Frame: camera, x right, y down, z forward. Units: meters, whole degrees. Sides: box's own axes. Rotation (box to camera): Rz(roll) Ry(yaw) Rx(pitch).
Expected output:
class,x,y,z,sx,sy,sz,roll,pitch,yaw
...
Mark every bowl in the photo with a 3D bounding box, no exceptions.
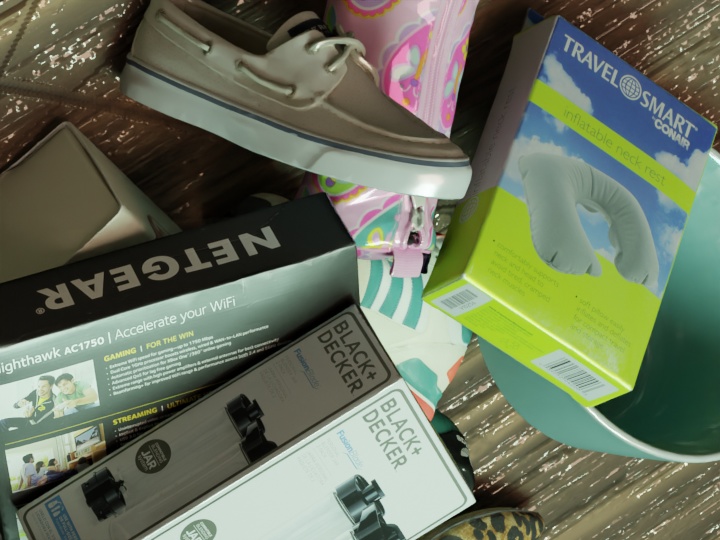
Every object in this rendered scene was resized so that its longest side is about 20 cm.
class,x,y,z,sx,sy,sz,roll,pitch,yaw
bowl,0.144,0.024,1.646,0.201,0.201,0.105,0,163,-34

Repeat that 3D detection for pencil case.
class,x,y,z,sx,sy,sz,roll,pitch,yaw
pencil case,0.018,-0.100,1.487,0.087,0.087,0.200,7,97,-37

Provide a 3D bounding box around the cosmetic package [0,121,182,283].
class,x,y,z,sx,sy,sz,roll,pitch,yaw
cosmetic package,-0.120,0.028,1.512,0.103,0.087,0.200,-42,134,4

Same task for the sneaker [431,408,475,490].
class,x,y,z,sx,sy,sz,roll,pitch,yaw
sneaker,-0.026,0.143,1.659,0.200,0.080,0.071,-33,135,-11

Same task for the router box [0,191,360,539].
class,x,y,z,sx,sy,sz,roll,pitch,yaw
router box,-0.097,0.056,1.445,0.200,0.051,0.149,-16,132,-15

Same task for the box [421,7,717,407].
class,x,y,z,sx,sy,sz,roll,pitch,yaw
box,0.118,-0.041,1.557,0.122,0.048,0.200,33,58,-21

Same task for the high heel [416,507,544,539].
class,x,y,z,sx,sy,sz,roll,pitch,yaw
high heel,0.061,0.225,1.726,0.200,0.143,0.071,-19,167,-40

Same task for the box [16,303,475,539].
class,x,y,z,sx,sy,sz,roll,pitch,yaw
box,-0.055,0.117,1.438,0.200,0.060,0.117,-31,136,-2

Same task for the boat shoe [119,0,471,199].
class,x,y,z,sx,sy,sz,roll,pitch,yaw
boat shoe,-0.029,-0.092,1.429,0.071,0.200,0.070,-3,112,-57

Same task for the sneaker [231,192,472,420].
class,x,y,z,sx,sy,sz,roll,pitch,yaw
sneaker,0.000,0.000,1.604,0.093,0.070,0.200,-56,133,-16
